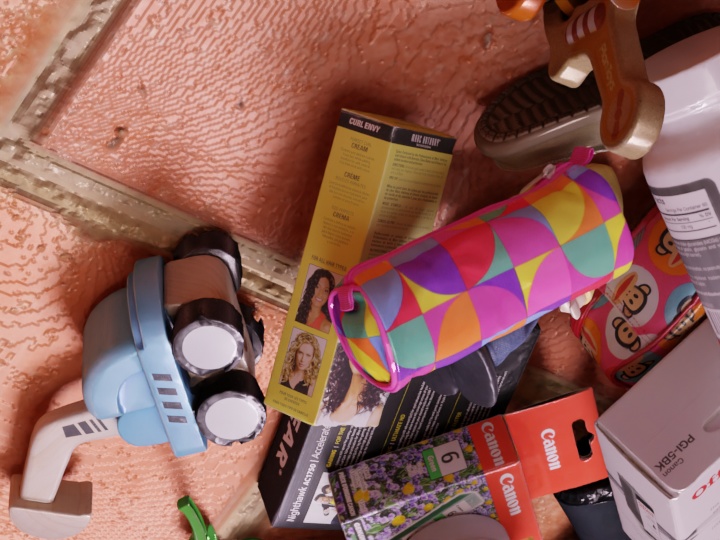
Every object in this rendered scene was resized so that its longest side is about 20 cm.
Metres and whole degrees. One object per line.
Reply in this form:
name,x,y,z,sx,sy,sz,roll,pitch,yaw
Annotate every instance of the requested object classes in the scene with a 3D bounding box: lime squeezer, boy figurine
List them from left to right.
lime squeezer,-0.082,0.201,1.643,0.071,0.038,0.199,-41,137,23
boy figurine,0.110,0.001,1.515,0.200,0.124,0.065,-47,131,-33

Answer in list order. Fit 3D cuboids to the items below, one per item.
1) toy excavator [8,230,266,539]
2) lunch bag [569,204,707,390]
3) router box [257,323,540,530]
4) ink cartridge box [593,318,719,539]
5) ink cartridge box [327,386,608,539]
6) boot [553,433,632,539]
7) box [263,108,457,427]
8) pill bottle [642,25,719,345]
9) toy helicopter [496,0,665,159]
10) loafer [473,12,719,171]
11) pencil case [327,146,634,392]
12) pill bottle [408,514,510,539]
toy excavator,-0.160,0.085,1.508,0.198,0.100,0.195,-11,128,5
lunch bag,0.260,0.005,1.583,0.200,0.082,0.176,-49,146,19
router box,0.026,0.099,1.600,0.148,0.051,0.201,5,125,-24
ink cartridge box,0.250,0.124,1.568,0.147,0.083,0.200,-41,151,-10
ink cartridge box,0.086,0.163,1.598,0.198,0.051,0.109,-19,135,0
boot,0.175,0.210,1.722,0.199,0.077,0.169,-34,134,-2
box,0.000,0.000,1.457,0.075,0.050,0.202,4,102,-53
pill bottle,0.248,-0.048,1.416,0.115,0.116,0.201,-26,102,0
toy helicopter,0.158,-0.152,1.362,0.078,0.201,0.132,17,132,-25
loafer,0.173,-0.105,1.486,0.199,0.076,0.069,-20,124,-5
pencil case,0.077,0.000,1.412,0.199,0.088,0.089,-28,133,-22
pill bottle,0.089,0.271,1.524,0.112,0.201,0.114,-10,136,-10
